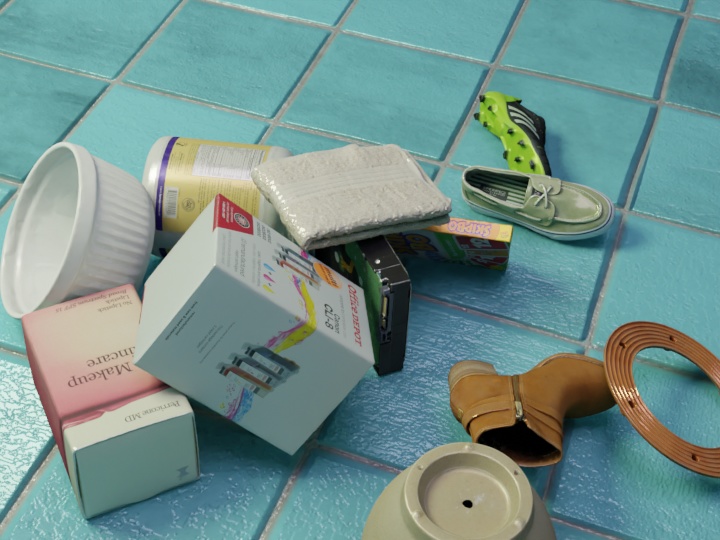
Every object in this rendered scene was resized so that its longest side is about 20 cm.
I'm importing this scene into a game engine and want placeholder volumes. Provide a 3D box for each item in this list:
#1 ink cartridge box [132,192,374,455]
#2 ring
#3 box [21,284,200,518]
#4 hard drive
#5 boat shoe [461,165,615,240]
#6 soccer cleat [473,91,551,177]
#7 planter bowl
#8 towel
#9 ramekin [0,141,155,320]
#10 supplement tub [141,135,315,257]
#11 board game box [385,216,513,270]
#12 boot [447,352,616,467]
[{"bbox_3d":[-0.106,0.056,1.278,0.199,0.145,0.146,34,23,-23],"label":"ink cartridge box"},{"bbox_3d":[0.339,0.137,1.338,0.198,0.019,0.202,19,42,-17],"label":"ring"},{"bbox_3d":[-0.258,0.130,1.296,0.126,0.110,0.201,-17,46,-20],"label":"box"},{"bbox_3d":[0.000,0.000,1.422,0.037,0.141,0.201,-14,45,-17],"label":"hard drive"},{"bbox_3d":[0.216,-0.085,1.563,0.197,0.062,0.073,11,80,18],"label":"boat shoe"},{"bbox_3d":[0.220,-0.174,1.674,0.080,0.068,0.201,-1,42,-23],"label":"soccer cleat"},{"bbox_3d":[0.094,0.247,1.171,0.197,0.136,0.202,1,43,-1],"label":"planter bowl"},{"bbox_3d":[-0.006,-0.085,1.383,0.198,0.035,0.133,-13,45,-29],"label":"towel"},{"bbox_3d":[-0.312,-0.032,1.404,0.104,0.201,0.201,17,33,-35],"label":"ramekin"},{"bbox_3d":[-0.151,-0.080,1.495,0.197,0.147,0.146,6,43,3],"label":"supplement tub"},{"bbox_3d":[0.080,-0.040,1.501,0.197,0.096,0.030,11,71,7],"label":"board game box"},{"bbox_3d":[0.190,0.142,1.280,0.197,0.078,0.156,9,18,-9],"label":"boot"}]
